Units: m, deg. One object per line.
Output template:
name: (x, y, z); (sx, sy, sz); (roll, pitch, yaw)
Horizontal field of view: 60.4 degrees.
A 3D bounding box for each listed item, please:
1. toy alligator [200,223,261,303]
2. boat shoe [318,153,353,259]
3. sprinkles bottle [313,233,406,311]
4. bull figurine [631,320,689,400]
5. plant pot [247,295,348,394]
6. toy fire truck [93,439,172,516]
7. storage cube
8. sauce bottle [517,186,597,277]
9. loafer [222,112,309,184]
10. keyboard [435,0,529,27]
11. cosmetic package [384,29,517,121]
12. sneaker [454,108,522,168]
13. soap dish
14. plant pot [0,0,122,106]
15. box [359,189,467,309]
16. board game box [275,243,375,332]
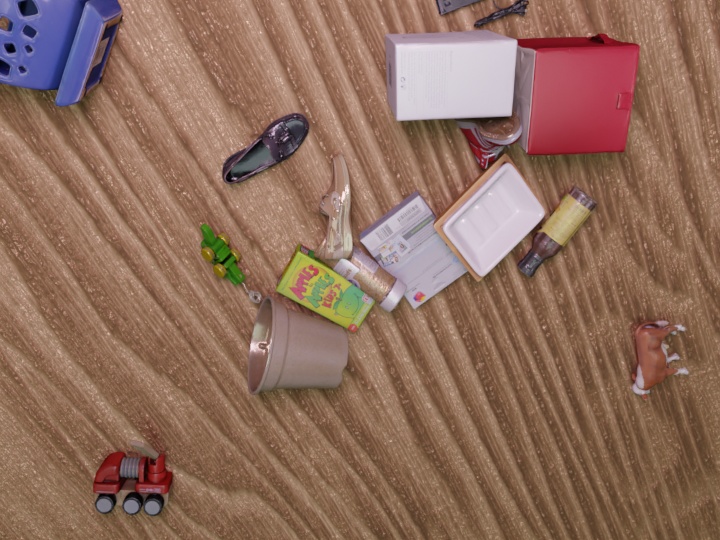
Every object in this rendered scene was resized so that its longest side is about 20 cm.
toy alligator: (-0.279, -0.009, 1.284); (0.054, 0.060, 0.202); (-4, 126, 47)
boat shoe: (-0.050, -0.124, 1.201); (0.063, 0.071, 0.206); (-3, 89, -5)
sprinkles bottle: (0.000, 0.000, 1.268); (0.198, 0.068, 0.069); (37, 109, -3)
bull figurine: (0.680, 0.204, 1.420); (0.118, 0.065, 0.204); (-17, 117, 0)
plant pot: (-0.128, 0.170, 1.310); (0.179, 0.201, 0.204); (11, 115, -21)
toy fire truck: (-0.537, 0.467, 1.457); (0.171, 0.129, 0.206); (5, 103, -4)
storage cube: (0.368, -0.314, 1.109); (0.174, 0.172, 0.205); (-2, 115, -1)
sauce bottle: (0.400, -0.076, 1.278); (0.064, 0.065, 0.202); (31, 108, -16)
loafer: (-0.181, -0.224, 1.182); (0.197, 0.063, 0.072); (-32, 113, 11)
keyboard: (0.230, -0.503, 1.101); (0.195, 0.021, 0.130); (-18, 108, 6)
cosmetic package: (0.147, -0.341, 1.070); (0.194, 0.200, 0.126); (-4, 115, -1)
sneaker: (0.249, -0.237, 1.130); (0.071, 0.200, 0.113); (-36, 119, 0)
soap dish: (0.253, -0.105, 1.228); (0.200, 0.081, 0.158); (-44, 111, 0)
plant pot: (-0.511, -0.397, 1.019); (0.177, 0.201, 0.203); (24, 111, -19)
box: (0.115, -0.040, 1.293); (0.155, 0.041, 0.201); (-36, 110, 13)
board game box: (-0.070, 0.039, 1.316); (0.197, 0.048, 0.103); (29, 110, -15)
